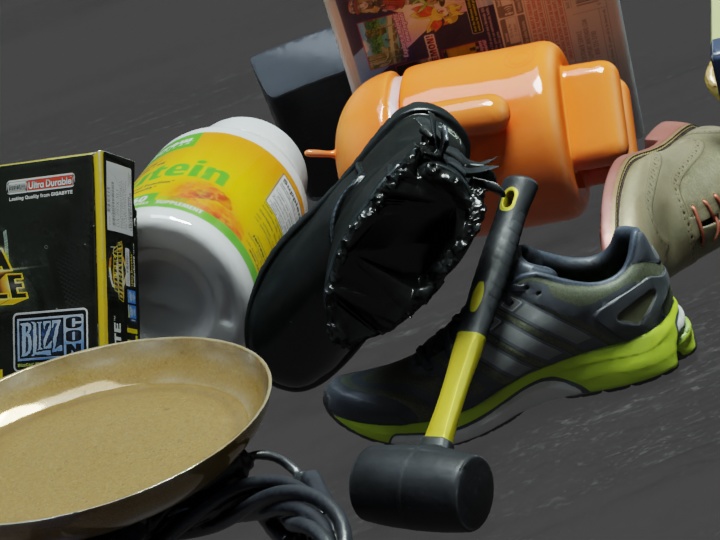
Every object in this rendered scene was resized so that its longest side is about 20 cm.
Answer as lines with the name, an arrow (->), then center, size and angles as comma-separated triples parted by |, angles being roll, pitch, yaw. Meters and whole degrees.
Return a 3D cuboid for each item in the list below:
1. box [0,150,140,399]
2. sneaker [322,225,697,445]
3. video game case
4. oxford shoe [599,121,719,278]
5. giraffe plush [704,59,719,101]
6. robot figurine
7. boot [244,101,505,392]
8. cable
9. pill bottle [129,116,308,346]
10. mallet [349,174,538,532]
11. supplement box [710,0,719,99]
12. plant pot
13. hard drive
box -> -0.223, 0.022, 1.255 | 0.200, 0.160, 0.049 | -5, -6, 23
sneaker -> 0.073, 0.032, 1.141 | 0.200, 0.081, 0.074 | -19, 21, -7
video game case -> 0.081, -0.142, 1.411 | 0.182, 0.200, 0.023 | -14, 44, 4
oxford shoe -> 0.189, -0.039, 1.253 | 0.075, 0.071, 0.200 | 1, 28, 24
giraffe plush -> 0.288, -0.112, 1.232 | 0.162, 0.200, 0.173 | -27, 41, -5
robot figurine -> 0.071, -0.077, 1.368 | 0.200, 0.117, 0.144 | -9, 25, 14
boot -> 0.000, 0.001, 1.148 | 0.198, 0.073, 0.162 | -54, 10, 14
cable -> -0.083, 0.146, 1.012 | 0.163, 0.051, 0.200 | -18, 22, -4
pill bottle -> -0.096, -0.023, 1.351 | 0.111, 0.111, 0.200 | -9, 22, 17
mallet -> 0.045, 0.040, 1.086 | 0.066, 0.041, 0.200 | -6, 54, 29
supplement box -> 0.257, -0.061, 1.076 | 0.134, 0.200, 0.200 | -11, 21, 14
plant pot -> -0.139, 0.089, 1.101 | 0.200, 0.028, 0.200 | -11, 21, 4
hard drive -> 0.039, -0.117, 1.472 | 0.200, 0.135, 0.042 | -16, 43, 6
